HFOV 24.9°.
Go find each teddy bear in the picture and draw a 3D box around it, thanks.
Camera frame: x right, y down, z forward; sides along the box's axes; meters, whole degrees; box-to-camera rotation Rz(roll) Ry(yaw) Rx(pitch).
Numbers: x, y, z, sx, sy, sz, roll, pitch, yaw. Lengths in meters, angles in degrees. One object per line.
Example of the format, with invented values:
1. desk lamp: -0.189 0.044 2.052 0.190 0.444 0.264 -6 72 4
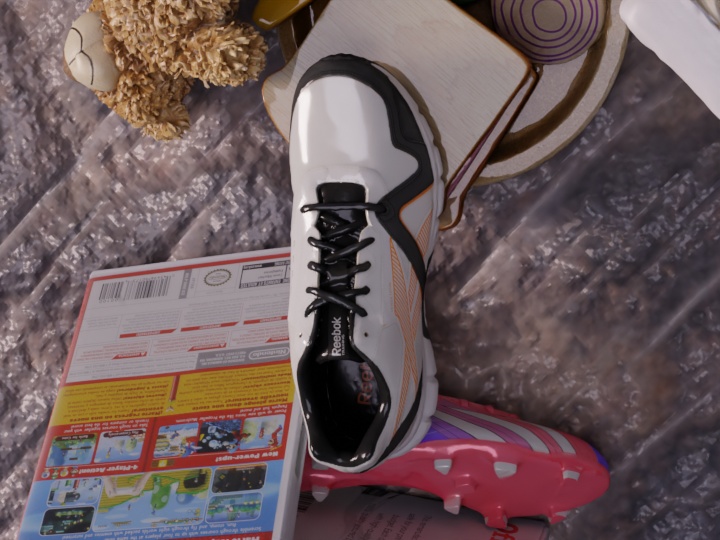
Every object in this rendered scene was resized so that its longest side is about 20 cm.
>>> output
1. teddy bear: -0.097 -0.143 0.791 0.199 0.067 0.146 -24 105 49

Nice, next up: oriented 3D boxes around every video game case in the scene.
1. video game case: -0.092 0.072 0.830 0.141 0.201 0.018 -7 137 16

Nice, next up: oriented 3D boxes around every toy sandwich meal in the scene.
1. toy sandwich meal: 0.035 -0.125 0.805 0.203 0.070 0.208 3 103 14

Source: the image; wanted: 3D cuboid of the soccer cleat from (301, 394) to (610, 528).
1. soccer cleat: 0.033 0.085 0.861 0.198 0.077 0.067 4 140 0

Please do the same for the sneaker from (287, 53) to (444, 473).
1. sneaker: 0.000 0.000 0.764 0.073 0.080 0.202 -4 100 18

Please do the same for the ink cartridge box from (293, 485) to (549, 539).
1. ink cartridge box: -0.012 0.175 0.845 0.198 0.146 0.085 10 106 13

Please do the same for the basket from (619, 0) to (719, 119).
1. basket: 0.232 -0.100 0.697 0.200 0.198 0.161 44 105 2
